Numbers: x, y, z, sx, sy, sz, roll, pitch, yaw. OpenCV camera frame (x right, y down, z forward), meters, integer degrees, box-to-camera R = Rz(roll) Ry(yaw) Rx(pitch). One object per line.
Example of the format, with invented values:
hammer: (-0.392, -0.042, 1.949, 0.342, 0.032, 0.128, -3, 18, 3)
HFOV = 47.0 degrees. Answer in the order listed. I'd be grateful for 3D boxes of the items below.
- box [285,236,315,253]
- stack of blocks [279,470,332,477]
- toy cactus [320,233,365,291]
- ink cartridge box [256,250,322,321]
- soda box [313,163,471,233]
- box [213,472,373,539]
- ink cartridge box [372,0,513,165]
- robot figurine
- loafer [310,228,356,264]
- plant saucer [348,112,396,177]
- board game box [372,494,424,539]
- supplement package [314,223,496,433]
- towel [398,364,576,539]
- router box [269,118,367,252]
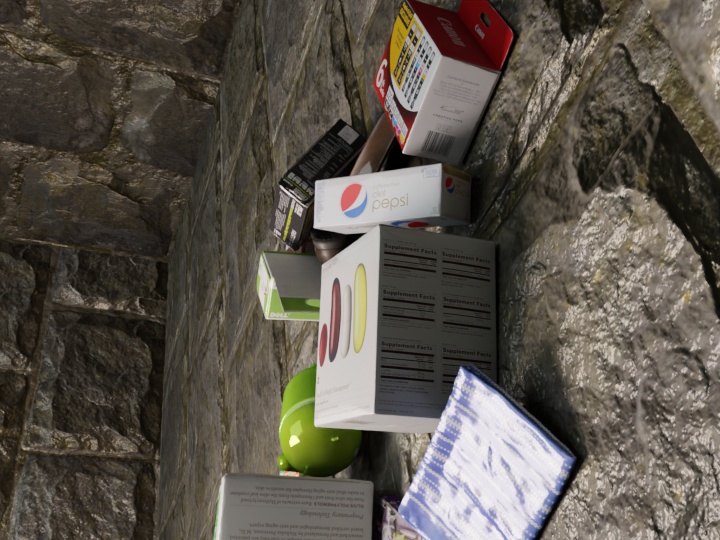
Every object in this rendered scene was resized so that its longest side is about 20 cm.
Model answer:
box: (-0.089, -0.036, 1.484, 0.100, 0.075, 0.201, 140, 134, -61)
stack of blocks: (-0.090, 0.338, 1.336, 0.115, 0.058, 0.201, 142, 133, -63)
toy cactus: (0.000, 0.000, 1.149, 0.165, 0.102, 0.201, -31, 49, 41)
ink cartridge box: (-0.073, 0.047, 1.281, 0.200, 0.147, 0.076, -118, 36, -60)
soda box: (0.036, -0.086, 1.026, 0.199, 0.068, 0.064, -2, 83, 39)
box: (-0.096, 0.367, 1.097, 0.199, 0.199, 0.172, 121, 153, -69)
ink cartridge box: (0.098, -0.263, 1.047, 0.200, 0.083, 0.176, -107, 33, -52)
robot figurine: (-0.056, 0.214, 1.184, 0.176, 0.115, 0.200, -52, 14, 15)
loafer: (-0.042, -0.031, 1.301, 0.200, 0.073, 0.072, -66, -33, -79)
plant saucer: (0.012, -0.148, 1.189, 0.201, 0.034, 0.200, -63, 2, 4)
board game box: (0.058, 0.355, 0.969, 0.200, 0.032, 0.121, -166, 81, -70)
supplement package: (0.047, 0.076, 0.945, 0.191, 0.146, 0.201, 147, 128, -64)
towel: (0.114, 0.209, 0.800, 0.145, 0.024, 0.201, 41, 124, 36)
router box: (-0.069, -0.130, 1.311, 0.150, 0.062, 0.200, -49, -5, -20)
